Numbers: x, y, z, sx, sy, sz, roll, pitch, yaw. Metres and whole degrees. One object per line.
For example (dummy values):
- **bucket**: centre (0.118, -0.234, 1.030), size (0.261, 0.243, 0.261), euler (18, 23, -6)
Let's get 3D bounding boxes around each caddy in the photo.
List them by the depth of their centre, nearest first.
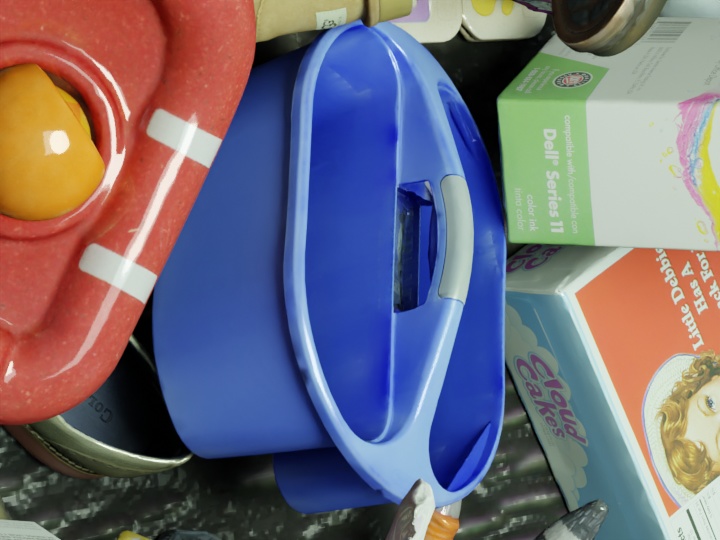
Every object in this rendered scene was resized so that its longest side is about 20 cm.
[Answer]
- **caddy**: centre (0.000, 0.000, 1.085), size (0.141, 0.105, 0.201), euler (33, 50, -45)

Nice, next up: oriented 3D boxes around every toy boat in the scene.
- **toy boat**: centre (-0.112, -0.046, 0.944), size (0.130, 0.131, 0.201), euler (26, 88, -11)

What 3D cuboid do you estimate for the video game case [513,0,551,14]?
- **video game case**: centre (0.079, -0.208, 1.104), size (0.181, 0.036, 0.201), euler (6, 97, -72)

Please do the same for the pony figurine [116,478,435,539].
- **pony figurine**: centre (-0.005, 0.144, 1.014), size (0.193, 0.199, 0.167), euler (-62, 146, -71)

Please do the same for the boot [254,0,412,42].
- **boot**: centre (-0.094, -0.150, 1.044), size (0.199, 0.066, 0.176), euler (-13, 77, -9)

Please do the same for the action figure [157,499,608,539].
- **action figure**: centre (0.010, 0.155, 1.134), size (0.200, 0.104, 0.194), euler (41, 76, -26)

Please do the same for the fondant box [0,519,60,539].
- **fondant box**: centre (-0.101, 0.182, 0.925), size (0.058, 0.200, 0.145), euler (9, 100, -38)

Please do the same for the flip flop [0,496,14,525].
- **flip flop**: centre (-0.161, 0.106, 1.036), size (0.057, 0.081, 0.201), euler (-30, 115, -17)

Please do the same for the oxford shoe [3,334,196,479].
- **oxford shoe**: centre (-0.137, 0.010, 1.043), size (0.200, 0.074, 0.071), euler (39, 69, -31)

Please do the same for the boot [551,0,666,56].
- **boot**: centre (0.143, -0.141, 1.106), size (0.097, 0.075, 0.201), euler (43, 53, -27)

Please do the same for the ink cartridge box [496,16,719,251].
- **ink cartridge box**: centre (0.168, -0.056, 1.138), size (0.117, 0.199, 0.068), euler (-48, 136, -59)

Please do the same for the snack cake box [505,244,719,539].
- **snack cake box**: centre (0.144, 0.065, 1.257), size (0.115, 0.067, 0.201), euler (-34, 110, -29)

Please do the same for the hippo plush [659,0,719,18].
- **hippo plush**: centre (0.200, -0.108, 1.230), size (0.160, 0.200, 0.160), euler (31, 64, -20)

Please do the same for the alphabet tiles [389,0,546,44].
- **alphabet tiles**: centre (0.039, -0.199, 1.204), size (0.195, 0.015, 0.201), euler (-5, 95, -36)
